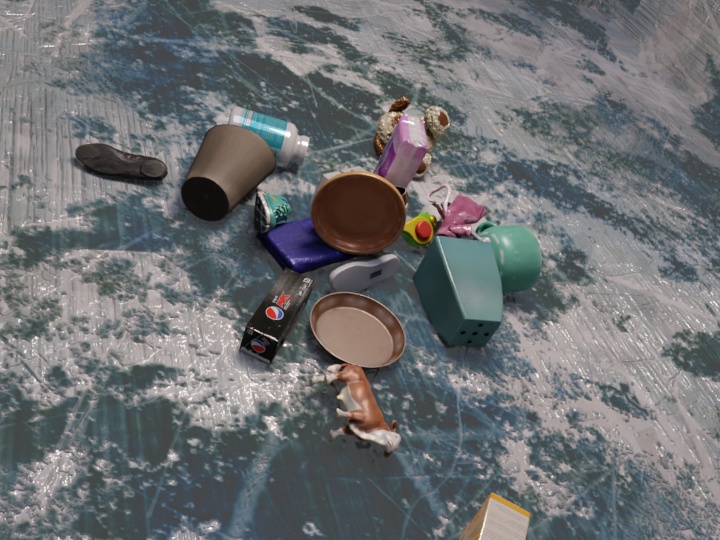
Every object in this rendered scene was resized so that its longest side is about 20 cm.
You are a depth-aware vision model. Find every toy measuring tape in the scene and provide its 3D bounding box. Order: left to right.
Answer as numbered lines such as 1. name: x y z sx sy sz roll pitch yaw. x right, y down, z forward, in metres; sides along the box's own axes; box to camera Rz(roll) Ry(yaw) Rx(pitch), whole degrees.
1. toy measuring tape: 0.107 -0.073 1.781 0.199 0.074 0.074 -30 60 -28

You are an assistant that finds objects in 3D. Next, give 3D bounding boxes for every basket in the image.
1. basket: -0.301 -0.210 1.675 0.178 0.137 0.201 19 41 2

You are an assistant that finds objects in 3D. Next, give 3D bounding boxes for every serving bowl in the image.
1. serving bowl: 0.241 -0.116 1.888 0.197 0.066 0.201 15 38 -12

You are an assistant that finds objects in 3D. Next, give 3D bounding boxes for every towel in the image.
1. towel: -0.111 -0.054 1.654 0.198 0.050 0.148 -14 46 -39

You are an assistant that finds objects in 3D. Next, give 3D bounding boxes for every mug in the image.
1. mug: 0.317 -0.029 1.765 0.113 0.154 0.185 -4 10 -27

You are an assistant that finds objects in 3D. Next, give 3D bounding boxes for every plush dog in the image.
1. plush dog: 0.124 -0.369 2.072 0.170 0.202 0.160 26 3 -11

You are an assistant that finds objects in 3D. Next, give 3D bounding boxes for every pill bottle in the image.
1. pill bottle: -0.227 -0.318 1.853 0.197 0.112 0.111 15 38 -9

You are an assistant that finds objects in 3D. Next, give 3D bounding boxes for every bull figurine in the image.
1. bull figurine: -0.008 0.243 1.327 0.120 0.065 0.201 10 35 -35

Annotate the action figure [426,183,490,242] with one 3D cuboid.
1. action figure: 0.213 -0.105 1.729 0.149 0.133 0.200 49 38 -12

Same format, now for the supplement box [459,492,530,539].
1. supplement box: 0.179 0.452 1.129 0.073 0.127 0.200 27 37 5

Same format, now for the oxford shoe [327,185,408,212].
1. oxford shoe: 0.004 -0.155 1.620 0.197 0.073 0.072 -5 63 -6

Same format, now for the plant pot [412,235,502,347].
1. plant pot: 0.217 0.055 1.620 0.139 0.142 0.202 6 48 -20

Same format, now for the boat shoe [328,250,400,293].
1. boat shoe: 0.000 0.000 1.635 0.198 0.069 0.056 -14 35 -42

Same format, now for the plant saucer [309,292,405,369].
1. plant saucer: -0.008 0.124 1.501 0.198 0.035 0.202 14 39 -12

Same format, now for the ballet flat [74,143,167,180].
1. ballet flat: -0.520 -0.229 1.660 0.197 0.057 0.067 13 81 -10

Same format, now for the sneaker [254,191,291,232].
1. sneaker: -0.187 -0.132 1.630 0.078 0.079 0.200 3 17 -7

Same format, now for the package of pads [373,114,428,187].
1. package of pads: 0.097 -0.271 1.889 0.075 0.201 0.121 17 41 -15

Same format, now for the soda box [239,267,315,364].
1. soda box: -0.156 0.082 1.450 0.070 0.064 0.201 24 37 3

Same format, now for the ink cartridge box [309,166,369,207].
1. ink cartridge box: -0.006 -0.162 1.767 0.145 0.084 0.200 35 25 14

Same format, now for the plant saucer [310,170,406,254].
1. plant saucer: -0.003 -0.123 1.580 0.198 0.202 0.038 16 37 -9
